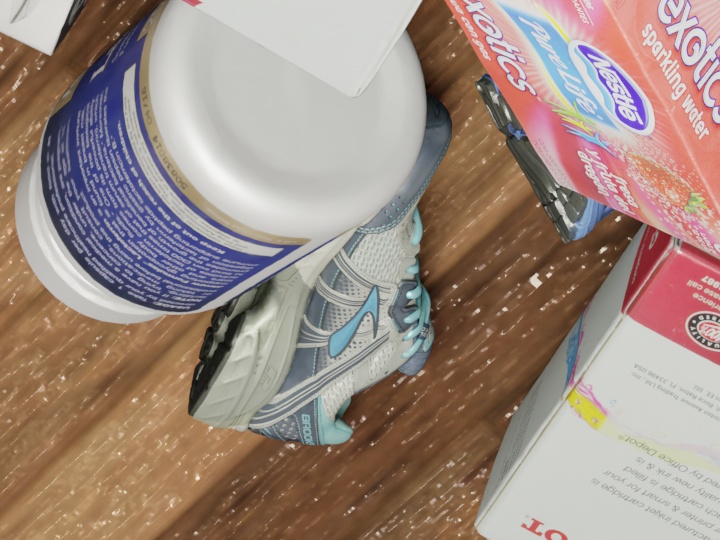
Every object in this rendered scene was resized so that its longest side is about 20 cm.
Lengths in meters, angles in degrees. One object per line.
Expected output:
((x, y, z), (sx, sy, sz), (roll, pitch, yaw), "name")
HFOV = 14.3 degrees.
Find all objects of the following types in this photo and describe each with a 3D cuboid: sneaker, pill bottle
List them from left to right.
((-0.065, -0.046, 1.168), (0.116, 0.116, 0.200), (39, 152, -12), "pill bottle")
((0.000, 0.000, 1.259), (0.086, 0.078, 0.200), (21, 130, -15), "sneaker")
((0.098, -0.063, 1.134), (0.078, 0.200, 0.076), (-32, 91, 10), "sneaker")

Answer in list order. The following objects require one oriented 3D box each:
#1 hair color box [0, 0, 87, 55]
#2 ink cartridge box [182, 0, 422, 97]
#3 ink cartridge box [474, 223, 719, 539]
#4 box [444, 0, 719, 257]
((-0.191, -0.186, 1.184), (0.199, 0.064, 0.111), (26, 121, -3), "hair color box")
((-0.014, -0.192, 1.064), (0.145, 0.200, 0.145), (28, 119, -6), "ink cartridge box")
((0.157, 0.060, 1.226), (0.145, 0.083, 0.200), (27, 133, -5), "ink cartridge box")
((0.092, -0.106, 0.942), (0.094, 0.103, 0.200), (26, 161, 40), "box")
